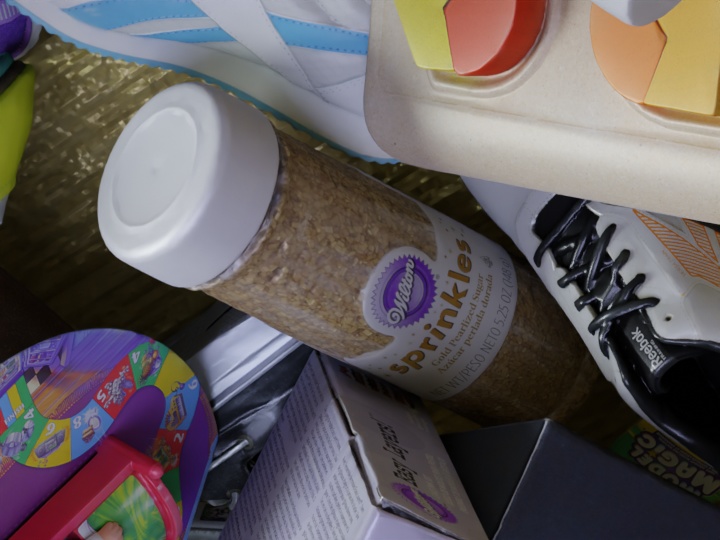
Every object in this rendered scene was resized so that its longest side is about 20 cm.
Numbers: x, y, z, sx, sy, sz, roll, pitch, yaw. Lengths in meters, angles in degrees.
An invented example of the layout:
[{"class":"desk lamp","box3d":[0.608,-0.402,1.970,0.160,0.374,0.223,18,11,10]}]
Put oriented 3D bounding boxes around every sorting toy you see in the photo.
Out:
[{"class":"sorting toy","box3d":[0.072,-0.120,0.957,0.185,0.036,0.201,13,106,42]}]

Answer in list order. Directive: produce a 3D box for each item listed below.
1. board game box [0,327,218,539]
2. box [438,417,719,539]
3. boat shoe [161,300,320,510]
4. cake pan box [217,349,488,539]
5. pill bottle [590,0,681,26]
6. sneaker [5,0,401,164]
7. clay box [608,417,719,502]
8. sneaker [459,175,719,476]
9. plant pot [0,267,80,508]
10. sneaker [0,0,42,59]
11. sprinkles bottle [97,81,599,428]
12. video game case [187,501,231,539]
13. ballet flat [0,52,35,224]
[{"class":"board game box","box3d":[-0.105,0.121,1.086,0.039,0.158,0.200,25,101,34]},{"class":"box","box3d":[0.097,0.151,1.109,0.198,0.123,0.200,27,168,-12]},{"class":"boat shoe","box3d":[-0.057,0.062,1.180,0.200,0.072,0.071,-38,105,29]},{"class":"cake pan box","box3d":[-0.026,0.138,1.059,0.052,0.200,0.185,23,99,-12]},{"class":"pill bottle","box3d":[0.027,-0.164,0.878,0.200,0.120,0.120,37,127,15]},{"class":"sneaker","box3d":[-0.051,-0.112,1.064,0.200,0.077,0.081,20,122,-10]},{"class":"clay box","box3d":[0.195,0.034,1.117,0.115,0.048,0.200,37,125,-12]},{"class":"sneaker","box3d":[0.102,0.000,1.065,0.200,0.080,0.074,42,123,16]},{"class":"plant pot","box3d":[-0.224,0.028,1.147,0.187,0.187,0.200,-38,96,31]},{"class":"sneaker","box3d":[-0.216,-0.091,1.107,0.199,0.084,0.081,0,124,12]},{"class":"sprinkles bottle","box3d":[0.000,0.000,1.081,0.200,0.068,0.068,27,130,-38]},{"class":"video game case","box3d":[-0.017,0.184,1.287,0.181,0.023,0.200,2,125,11]},{"class":"ballet flat","box3d":[-0.174,0.007,1.058,0.067,0.200,0.067,51,153,-12]}]
